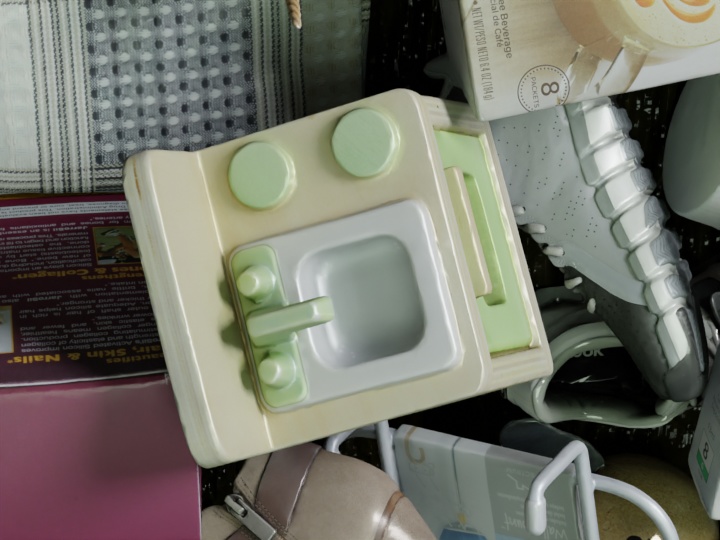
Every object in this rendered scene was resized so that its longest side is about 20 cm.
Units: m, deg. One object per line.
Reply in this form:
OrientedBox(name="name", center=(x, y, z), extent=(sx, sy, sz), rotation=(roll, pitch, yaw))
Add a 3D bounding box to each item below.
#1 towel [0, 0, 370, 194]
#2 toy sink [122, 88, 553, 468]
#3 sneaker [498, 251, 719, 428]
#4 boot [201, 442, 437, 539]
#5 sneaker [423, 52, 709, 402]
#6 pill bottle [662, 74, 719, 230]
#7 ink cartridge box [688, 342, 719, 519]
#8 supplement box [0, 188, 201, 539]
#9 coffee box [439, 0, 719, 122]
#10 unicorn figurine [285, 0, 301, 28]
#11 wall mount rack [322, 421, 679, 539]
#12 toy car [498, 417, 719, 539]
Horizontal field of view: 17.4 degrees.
OrientedBox(name="towel", center=(-0.086, -0.129, 1.067), extent=(0.192, 0.035, 0.201), rotation=(-3, 114, -8))
OrientedBox(name="toy sink", center=(0.000, 0.000, 0.993), extent=(0.112, 0.200, 0.131), rotation=(-16, 85, 18))
OrientedBox(name="sneaker", center=(0.165, 0.041, 1.158), extent=(0.199, 0.089, 0.074), rotation=(-14, 114, -5))
OrientedBox(name="boot", center=(-0.038, 0.181, 1.080), extent=(0.146, 0.070, 0.200), rotation=(36, 91, 10))
OrientedBox(name="sneaker", center=(0.084, -0.020, 1.106), extent=(0.115, 0.075, 0.201), rotation=(-21, 83, 13))
OrientedBox(name="pill bottle", center=(0.253, -0.041, 1.121), extent=(0.199, 0.110, 0.110), rotation=(17, 110, -16))
OrientedBox(name="ink cartridge box", center=(0.249, 0.026, 1.076), extent=(0.160, 0.050, 0.201), rotation=(0, 125, -12))
OrientedBox(name="supplement box", center=(-0.134, 0.040, 1.042), extent=(0.110, 0.200, 0.086), rotation=(-4, 115, -8))
OrientedBox(name="coffee box", center=(0.133, -0.148, 1.014), extent=(0.199, 0.080, 0.115), rotation=(-12, 116, -3))
OrientedBox(name="unicorn figurine", center=(-0.038, -0.214, 1.003), extent=(0.137, 0.074, 0.200), rotation=(-42, 82, 1))
OrientedBox(name="wall mount rack", center=(0.054, 0.153, 1.140), extent=(0.199, 0.075, 0.174), rotation=(10, 124, 32))
OrientedBox(name="toy car", center=(0.143, 0.151, 1.178), extent=(0.199, 0.158, 0.165), rotation=(25, 116, -7))
